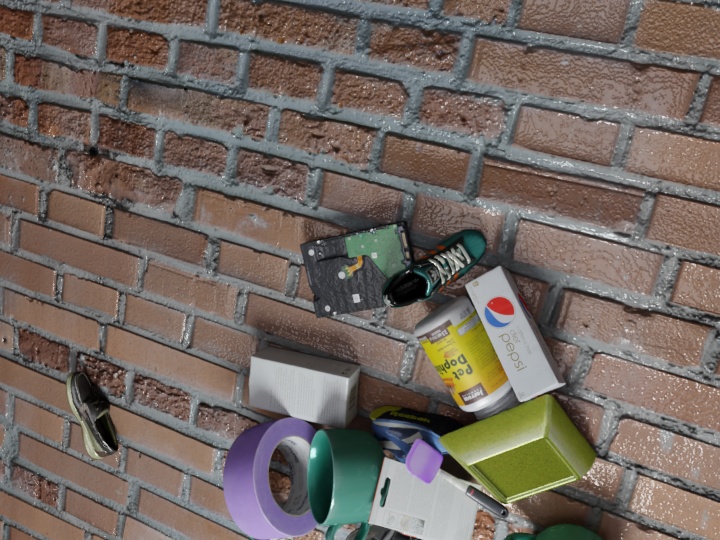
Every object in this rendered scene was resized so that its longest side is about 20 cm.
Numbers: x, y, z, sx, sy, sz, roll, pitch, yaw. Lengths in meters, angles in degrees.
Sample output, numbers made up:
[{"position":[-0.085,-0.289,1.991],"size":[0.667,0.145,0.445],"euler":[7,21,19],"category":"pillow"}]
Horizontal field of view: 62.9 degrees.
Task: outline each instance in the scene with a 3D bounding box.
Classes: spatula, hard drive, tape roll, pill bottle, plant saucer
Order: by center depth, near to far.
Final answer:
[{"position":[0.258,0.304,0.945],"size":[0.198,0.048,0.200],"euler":[-29,124,22],"category":"plant saucer"},{"position":[0.180,0.152,0.966],"size":[0.109,0.109,0.201],"euler":[-33,88,22],"category":"pill bottle"},{"position":[0.162,0.354,0.977],"size":[0.199,0.021,0.057],"euler":[33,75,1],"category":"spatula"},{"position":[0.000,0.000,1.041],"size":[0.197,0.038,0.142],"euler":[-12,96,22],"category":"hard drive"},{"position":[-0.145,0.375,1.068],"size":[0.084,0.199,0.202],"euler":[-21,93,35],"category":"tape roll"}]

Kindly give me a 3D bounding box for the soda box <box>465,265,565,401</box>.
[{"position":[0.241,0.098,0.924],"size":[0.068,0.063,0.202],"euler":[-30,68,21],"category":"soda box"}]

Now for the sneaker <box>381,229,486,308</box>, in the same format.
[{"position":[0.123,0.002,0.952],"size":[0.199,0.080,0.072],"euler":[-34,95,1],"category":"sneaker"}]

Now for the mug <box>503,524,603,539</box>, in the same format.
[{"position":[0.337,0.485,0.961],"size":[0.151,0.114,0.186],"euler":[-35,87,22],"category":"mug"}]

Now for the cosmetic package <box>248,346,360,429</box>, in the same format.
[{"position":[-0.105,0.216,1.100],"size":[0.197,0.071,0.103],"euler":[10,103,18],"category":"cosmetic package"}]

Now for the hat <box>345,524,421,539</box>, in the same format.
[{"position":[0.065,0.491,1.080],"size":[0.197,0.081,0.203],"euler":[-1,116,-2],"category":"hat"}]

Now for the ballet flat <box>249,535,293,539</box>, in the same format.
[{"position":[-0.162,0.498,1.131],"size":[0.072,0.201,0.074],"euler":[-2,57,3],"category":"ballet flat"}]

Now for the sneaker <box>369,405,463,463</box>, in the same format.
[{"position":[0.110,0.301,1.041],"size":[0.197,0.074,0.084],"euler":[8,102,27],"category":"sneaker"}]

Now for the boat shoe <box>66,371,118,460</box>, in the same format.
[{"position":[-0.583,0.313,1.295],"size":[0.064,0.073,0.203],"euler":[-16,98,10],"category":"boat shoe"}]

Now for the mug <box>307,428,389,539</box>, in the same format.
[{"position":[-0.020,0.370,1.020],"size":[0.113,0.152,0.188],"euler":[5,98,-21],"category":"mug"}]

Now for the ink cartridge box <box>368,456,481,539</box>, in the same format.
[{"position":[0.103,0.392,0.997],"size":[0.198,0.050,0.110],"euler":[23,73,-18],"category":"ink cartridge box"}]
